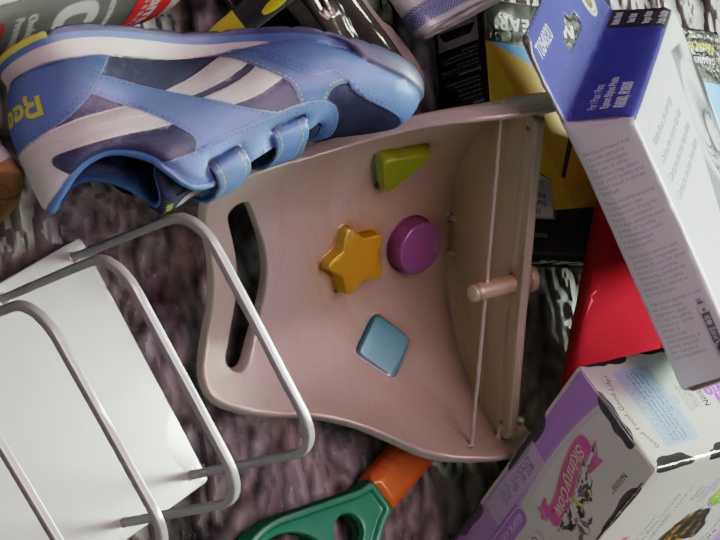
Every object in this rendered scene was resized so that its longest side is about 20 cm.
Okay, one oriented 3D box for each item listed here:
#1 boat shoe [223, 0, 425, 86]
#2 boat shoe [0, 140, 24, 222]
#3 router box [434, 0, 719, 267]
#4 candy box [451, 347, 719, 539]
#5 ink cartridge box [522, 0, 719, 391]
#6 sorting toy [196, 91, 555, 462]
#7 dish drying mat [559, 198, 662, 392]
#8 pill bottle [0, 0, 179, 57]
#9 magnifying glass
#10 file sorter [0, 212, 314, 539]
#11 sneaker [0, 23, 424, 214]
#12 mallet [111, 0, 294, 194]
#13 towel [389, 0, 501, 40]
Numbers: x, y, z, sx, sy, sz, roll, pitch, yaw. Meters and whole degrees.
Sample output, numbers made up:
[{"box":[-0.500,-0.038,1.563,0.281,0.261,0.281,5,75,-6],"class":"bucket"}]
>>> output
[{"box":[-0.039,-0.143,1.041,0.200,0.067,0.057,48,50,-24],"class":"boat shoe"},{"box":[-0.251,-0.033,0.854,0.200,0.071,0.069,-16,63,-32],"class":"boat shoe"},{"box":[0.139,-0.077,1.173,0.200,0.051,0.149,1,82,-38],"class":"router box"},{"box":[0.168,0.114,1.072,0.200,0.168,0.072,-10,54,-39],"class":"candy box"},{"box":[0.156,-0.067,1.026,0.200,0.041,0.200,62,22,-16],"class":"ink cartridge box"},{"box":[0.000,0.000,1.008,0.180,0.107,0.200,-8,114,-28],"class":"sorting toy"},{"box":[0.156,0.017,1.137,0.077,0.018,0.200,12,91,-37],"class":"dish drying mat"},{"box":[-0.148,-0.164,0.928,0.200,0.114,0.114,-23,94,-39],"class":"pill bottle"},{"box":[-0.004,0.133,1.032,0.080,0.022,0.200,55,52,-15],"class":"magnifying glass"},{"box":[-0.143,0.079,0.869,0.200,0.124,0.139,-34,100,-38],"class":"file sorter"},{"box":[-0.066,-0.066,0.903,0.200,0.074,0.082,-3,74,-15],"class":"sneaker"},{"box":[-0.069,-0.122,0.949,0.066,0.200,0.041,36,16,-37],"class":"mallet"},{"box":[0.023,-0.229,1.105,0.147,0.024,0.200,-33,82,-38],"class":"towel"}]
